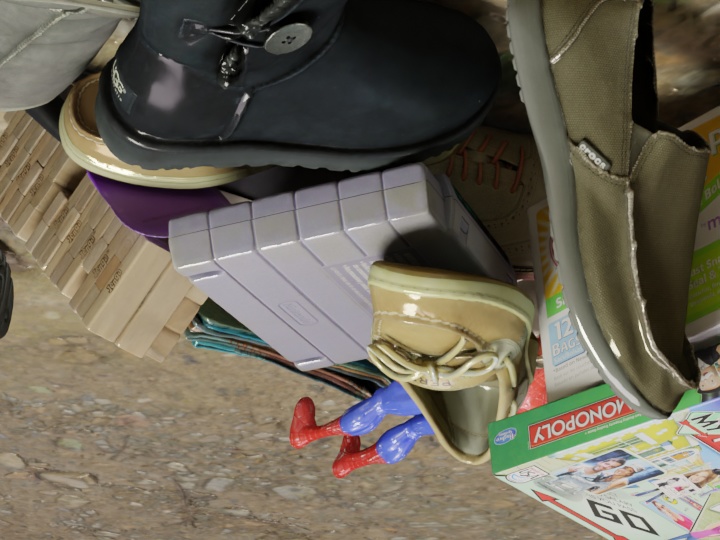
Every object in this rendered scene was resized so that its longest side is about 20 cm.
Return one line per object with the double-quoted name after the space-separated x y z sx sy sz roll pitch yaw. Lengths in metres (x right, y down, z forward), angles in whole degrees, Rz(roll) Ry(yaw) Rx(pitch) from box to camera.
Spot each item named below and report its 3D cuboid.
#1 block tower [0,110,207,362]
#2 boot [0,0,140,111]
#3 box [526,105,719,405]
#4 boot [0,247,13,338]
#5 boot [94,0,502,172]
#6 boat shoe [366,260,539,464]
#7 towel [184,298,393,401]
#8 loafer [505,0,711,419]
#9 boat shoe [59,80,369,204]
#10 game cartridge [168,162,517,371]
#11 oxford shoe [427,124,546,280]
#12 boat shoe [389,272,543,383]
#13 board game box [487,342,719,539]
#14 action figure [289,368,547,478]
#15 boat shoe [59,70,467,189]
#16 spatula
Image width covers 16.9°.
-0.137 -0.022 1.234 0.054 0.058 0.200 31 -171 -34 "block tower"
-0.179 -0.131 1.109 0.181 0.073 0.200 18 168 -28 "boot"
0.185 -0.005 1.129 0.199 0.113 0.101 -29 142 36 "box"
-0.348 -0.006 1.599 0.199 0.066 0.165 -1 152 23 "boot"
-0.007 -0.112 1.022 0.199 0.077 0.168 -7 155 -23 "boot"
0.043 0.044 1.151 0.073 0.064 0.201 9 167 11 "boat shoe"
-0.074 0.031 1.511 0.146 0.022 0.200 20 -175 -27 "towel"
0.117 -0.035 1.047 0.069 0.201 0.075 -14 -177 17 "loafer"
-0.074 -0.068 1.251 0.199 0.063 0.073 24 -176 25 "boat shoe"
0.000 0.000 1.176 0.129 0.039 0.200 -16 160 11 "game cartridge"
0.063 -0.042 1.245 0.199 0.071 0.074 1 153 20 "oxford shoe"
0.100 0.018 1.284 0.199 0.063 0.071 -21 136 6 "boat shoe"
0.170 0.096 1.166 0.134 0.029 0.200 -21 147 30 "board game box"
0.047 0.071 1.379 0.199 0.052 0.065 -18 131 43 "action figure"
-0.044 -0.086 1.148 0.198 0.074 0.066 -6 154 -6 "boat shoe"
-0.133 -0.064 1.208 0.056 0.021 0.200 -16 -149 -30 "spatula"
